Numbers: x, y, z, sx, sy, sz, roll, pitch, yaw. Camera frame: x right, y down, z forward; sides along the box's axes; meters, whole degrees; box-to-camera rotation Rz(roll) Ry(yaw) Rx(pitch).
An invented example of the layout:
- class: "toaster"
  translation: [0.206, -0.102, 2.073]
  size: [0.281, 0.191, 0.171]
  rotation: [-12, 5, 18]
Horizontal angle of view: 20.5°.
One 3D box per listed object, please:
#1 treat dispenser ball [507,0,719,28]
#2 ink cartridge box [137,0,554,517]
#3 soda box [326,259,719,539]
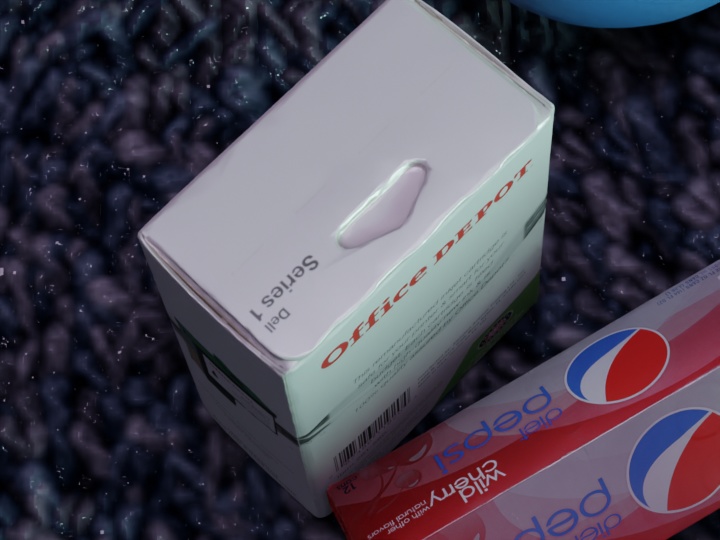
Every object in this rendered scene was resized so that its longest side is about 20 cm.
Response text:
- class: "treat dispenser ball"
  translation: [0.114, -0.209, 0.884]
  size: [0.200, 0.201, 0.202]
  rotation: [0, 70, 1]
- class: "ink cartridge box"
  translation: [0.000, 0.000, 0.807]
  size: [0.084, 0.200, 0.146]
  rotation: [41, 75, 17]
- class: "soda box"
  translation: [0.091, 0.080, 0.823]
  size: [0.199, 0.070, 0.063]
  rotation: [-31, 32, -3]
